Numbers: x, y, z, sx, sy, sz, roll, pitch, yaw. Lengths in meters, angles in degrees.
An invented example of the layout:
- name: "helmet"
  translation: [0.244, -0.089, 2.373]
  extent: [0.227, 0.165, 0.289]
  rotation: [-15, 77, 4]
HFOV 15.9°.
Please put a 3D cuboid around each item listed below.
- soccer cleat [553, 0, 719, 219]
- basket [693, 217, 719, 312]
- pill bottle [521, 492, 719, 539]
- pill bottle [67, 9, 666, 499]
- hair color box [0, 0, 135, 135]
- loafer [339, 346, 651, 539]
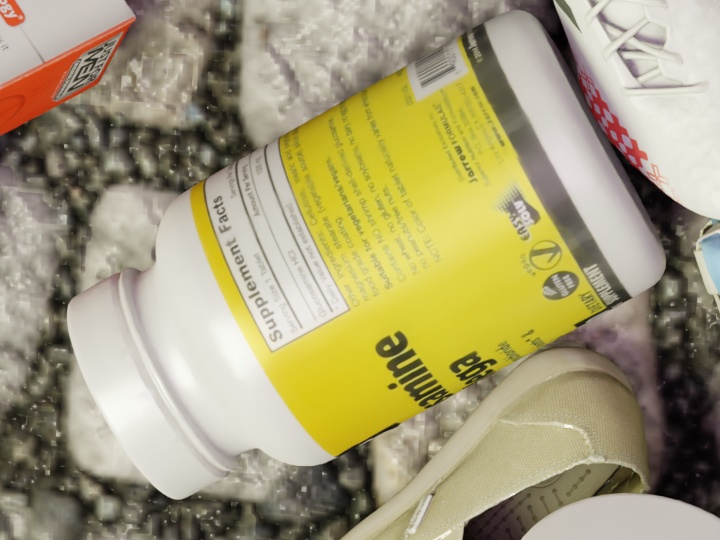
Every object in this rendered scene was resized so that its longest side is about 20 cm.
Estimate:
- name: "soccer cleat"
  translation: [0.090, -0.108, 0.887]
  extent: [0.068, 0.085, 0.200]
  rotation: [-26, 72, 13]
- name: "basket"
  translation: [0.232, 0.016, 0.903]
  extent: [0.200, 0.139, 0.177]
  rotation: [-18, 97, 17]
- name: "pill bottle"
  translation: [0.087, 0.180, 0.913]
  extent: [0.114, 0.114, 0.200]
  rotation: [8, 134, 2]
- name: "pill bottle"
  translation: [0.000, 0.000, 0.930]
  extent: [0.200, 0.112, 0.113]
  rotation: [-29, 97, 9]
- name: "hair color box"
  translation: [-0.190, -0.074, 0.895]
  extent: [0.200, 0.061, 0.102]
  rotation: [-31, 81, -27]
- name: "loafer"
  translation: [0.036, 0.118, 0.962]
  extent: [0.076, 0.068, 0.200]
  rotation: [31, 101, -25]
